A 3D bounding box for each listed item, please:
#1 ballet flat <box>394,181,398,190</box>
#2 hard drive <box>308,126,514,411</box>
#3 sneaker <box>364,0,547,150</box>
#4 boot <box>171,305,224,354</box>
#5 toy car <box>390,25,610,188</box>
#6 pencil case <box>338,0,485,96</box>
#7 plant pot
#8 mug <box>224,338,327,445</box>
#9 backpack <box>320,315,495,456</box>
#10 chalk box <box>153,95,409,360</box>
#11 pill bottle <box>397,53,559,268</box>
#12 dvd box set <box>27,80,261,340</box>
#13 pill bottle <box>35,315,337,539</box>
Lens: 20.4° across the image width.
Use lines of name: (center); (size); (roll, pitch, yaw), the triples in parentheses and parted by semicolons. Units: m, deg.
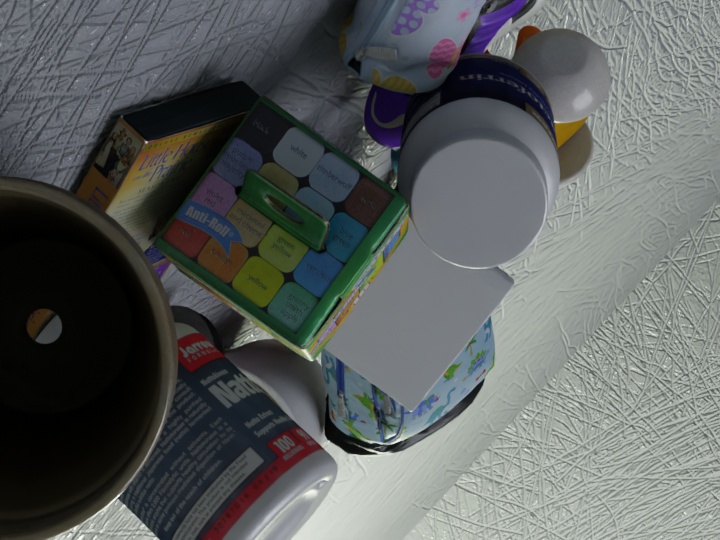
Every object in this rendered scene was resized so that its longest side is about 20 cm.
ballet flat: (0.062, -0.100, 1.816); (0.066, 0.057, 0.200); (10, 119, -42)
hard drive: (0.000, 0.000, 1.554); (0.132, 0.200, 0.025); (-52, -174, 14)
sneaker: (0.064, -0.187, 1.536); (0.200, 0.070, 0.100); (-51, 158, 0)
boot: (-0.166, 0.074, 1.472); (0.070, 0.200, 0.132); (-32, 128, 21)
toy car: (0.106, -0.121, 1.651); (0.200, 0.150, 0.175); (-47, 164, -22)
pencil case: (0.051, -0.213, 1.376); (0.091, 0.083, 0.200); (-14, 147, -35)
plant pot: (-0.196, 0.040, 1.146); (0.200, 0.200, 0.174); (-50, -177, 6)
mug: (-0.106, 0.141, 1.764); (0.187, 0.149, 0.153); (-44, 178, 25)
backpack: (0.039, 0.052, 1.676); (0.163, 0.154, 0.200); (-33, 129, -25)
chalk box: (-0.050, -0.025, 1.333); (0.124, 0.125, 0.200); (-54, 175, -3)
pill bottle: (0.085, -0.078, 1.436); (0.116, 0.116, 0.200); (-53, -170, 19)
dvd box set: (-0.154, -0.033, 1.339); (0.146, 0.029, 0.200); (-27, 155, -57)
pill bottle: (-0.124, 0.105, 1.323); (0.120, 0.200, 0.120); (-45, 167, -13)
